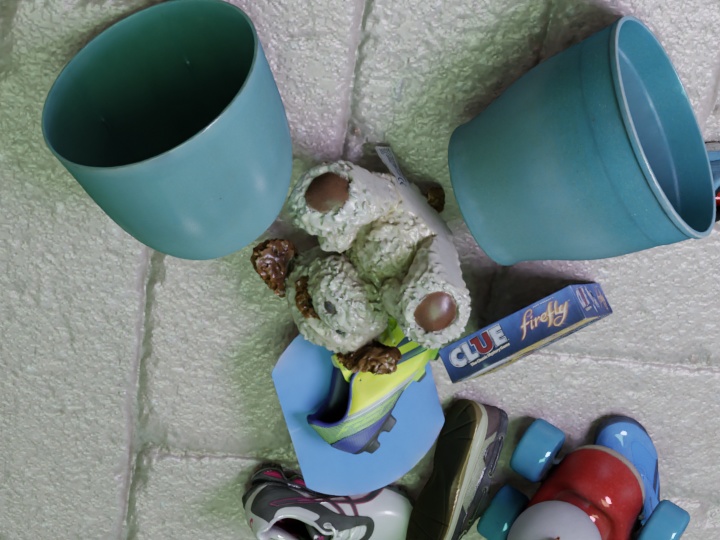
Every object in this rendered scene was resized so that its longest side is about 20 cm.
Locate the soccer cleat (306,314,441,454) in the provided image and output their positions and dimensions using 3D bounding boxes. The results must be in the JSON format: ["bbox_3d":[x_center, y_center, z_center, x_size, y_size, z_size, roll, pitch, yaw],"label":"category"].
[{"bbox_3d":[0.020,0.082,1.669,0.083,0.065,0.201,28,96,-20],"label":"soccer cleat"}]

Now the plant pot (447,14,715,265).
[{"bbox_3d":[0.185,-0.096,1.529,0.187,0.201,0.201,-20,123,26],"label":"plant pot"}]

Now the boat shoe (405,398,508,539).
[{"bbox_3d":[0.102,0.229,1.774,0.065,0.072,0.203,9,104,-30],"label":"boat shoe"}]

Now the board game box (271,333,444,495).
[{"bbox_3d":[-0.006,0.122,1.732,0.157,0.039,0.202,-22,115,-13],"label":"board game box"}]

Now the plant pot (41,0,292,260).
[{"bbox_3d":[-0.149,-0.107,1.499,0.199,0.202,0.161,-20,135,9],"label":"plant pot"}]

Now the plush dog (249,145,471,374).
[{"bbox_3d":[0.000,0.000,1.601,0.200,0.161,0.172,46,116,-3],"label":"plush dog"}]

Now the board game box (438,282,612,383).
[{"bbox_3d":[0.158,0.056,1.622,0.135,0.200,0.035,-27,83,13],"label":"board game box"}]

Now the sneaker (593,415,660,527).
[{"bbox_3d":[0.284,0.245,1.810,0.065,0.079,0.202,-9,121,4],"label":"sneaker"}]

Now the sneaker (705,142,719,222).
[{"bbox_3d":[0.392,-0.079,1.603,0.198,0.090,0.079,-14,122,4],"label":"sneaker"}]

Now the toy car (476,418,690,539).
[{"bbox_3d":[0.192,0.279,1.716,0.184,0.200,0.178,33,121,16],"label":"toy car"}]

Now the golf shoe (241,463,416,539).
[{"bbox_3d":[-0.026,0.264,1.797,0.198,0.088,0.078,10,120,-11],"label":"golf shoe"}]
